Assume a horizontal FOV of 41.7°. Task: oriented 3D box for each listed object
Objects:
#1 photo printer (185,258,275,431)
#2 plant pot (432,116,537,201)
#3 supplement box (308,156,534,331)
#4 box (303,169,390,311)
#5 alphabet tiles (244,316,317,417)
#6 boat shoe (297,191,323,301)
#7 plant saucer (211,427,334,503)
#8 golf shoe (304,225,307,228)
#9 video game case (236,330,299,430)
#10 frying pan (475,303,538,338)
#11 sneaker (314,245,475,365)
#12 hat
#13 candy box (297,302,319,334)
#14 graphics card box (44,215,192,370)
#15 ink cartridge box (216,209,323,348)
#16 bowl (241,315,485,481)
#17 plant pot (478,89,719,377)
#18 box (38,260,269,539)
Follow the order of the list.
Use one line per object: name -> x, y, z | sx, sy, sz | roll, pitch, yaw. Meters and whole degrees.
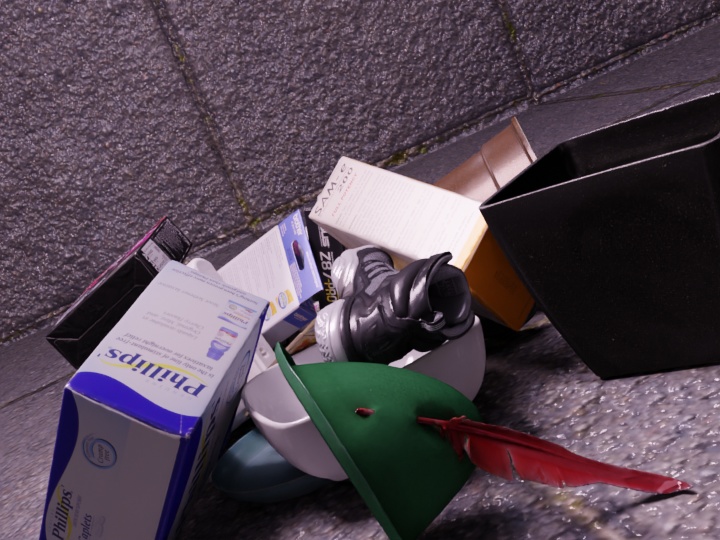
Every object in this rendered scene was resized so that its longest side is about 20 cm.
photo printer -> -0.196, 0.112, 1.001 | 0.199, 0.167, 0.069 | -38, -6, 14
plant pot -> 0.136, -0.036, 1.069 | 0.196, 0.202, 0.200 | -28, 9, 12
supplement box -> 0.064, -0.028, 0.894 | 0.199, 0.126, 0.074 | 24, 81, 41
box -> 0.000, 0.000, 1.113 | 0.048, 0.203, 0.161 | -1, 19, 24
alphabet tiles -> -0.026, 0.085, 0.951 | 0.200, 0.006, 0.165 | -46, -27, 25
boat shoe -> -0.047, -0.035, 1.148 | 0.064, 0.075, 0.203 | -1, 39, 21
plant saucer -> -0.045, 0.164, 0.892 | 0.197, 0.028, 0.200 | -22, 11, 4
golf shoe -> -0.045, -0.026, 1.222 | 0.197, 0.089, 0.077 | -20, -20, -14
video game case -> -0.151, 0.093, 1.104 | 0.179, 0.025, 0.202 | -24, 51, 19
frying pan -> 0.091, 0.022, 0.971 | 0.187, 0.116, 0.031 | 15, 47, -1
sneaker -> 0.035, 0.021, 0.759 | 0.112, 0.076, 0.200 | -20, 18, 15
hat -> 0.066, 0.086, 0.627 | 0.175, 0.202, 0.166 | -33, 14, -4
candy box -> -0.110, 0.104, 1.194 | 0.198, 0.072, 0.168 | -19, 11, 23
graphics card box -> -0.243, 0.017, 0.977 | 0.125, 0.051, 0.200 | -41, 13, 7
ink cartridge box -> -0.120, 0.035, 1.059 | 0.199, 0.042, 0.120 | -37, 49, 21
bowl -> 0.005, 0.103, 0.810 | 0.197, 0.076, 0.200 | -26, 12, -13
plant pot -> 0.249, -0.027, 0.788 | 0.198, 0.180, 0.199 | -15, 13, 38
box -> -0.172, 0.127, 0.806 | 0.104, 0.186, 0.201 | 22, 32, 3
